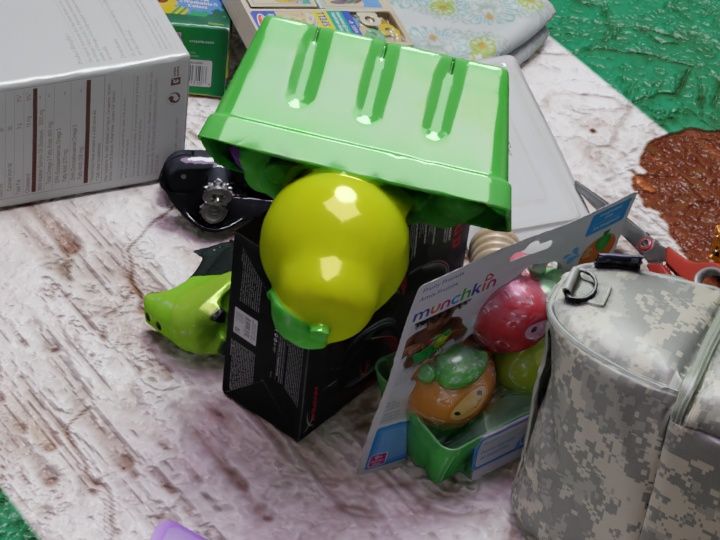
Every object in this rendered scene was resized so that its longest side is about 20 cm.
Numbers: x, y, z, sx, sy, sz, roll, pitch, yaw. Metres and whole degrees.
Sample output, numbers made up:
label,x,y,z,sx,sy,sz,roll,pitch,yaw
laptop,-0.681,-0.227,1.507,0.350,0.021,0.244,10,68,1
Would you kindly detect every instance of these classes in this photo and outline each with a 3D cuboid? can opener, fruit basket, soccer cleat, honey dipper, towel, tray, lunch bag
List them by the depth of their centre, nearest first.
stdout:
label,x,y,z,sx,sy,sz,roll,pitch,yaw
fruit basket,-0.004,-0.043,1.500,0.215,0.156,0.216,0,84,4
lunch bag,0.185,0.101,1.505,0.167,0.200,0.139,19,41,13
fruit basket,0.093,0.049,1.557,0.185,0.200,0.094,-23,63,-31
soccer cleat,-0.068,-0.005,1.705,0.081,0.068,0.200,24,42,38
honey dipper,0.095,-0.042,1.718,0.038,0.038,0.200,5,29,-2
can opener,-0.051,-0.063,1.773,0.199,0.064,0.079,4,39,-3
tray,0.106,-0.091,1.827,0.107,0.022,0.200,-10,55,-18
towel,0.042,-0.201,1.962,0.171,0.048,0.200,28,45,25

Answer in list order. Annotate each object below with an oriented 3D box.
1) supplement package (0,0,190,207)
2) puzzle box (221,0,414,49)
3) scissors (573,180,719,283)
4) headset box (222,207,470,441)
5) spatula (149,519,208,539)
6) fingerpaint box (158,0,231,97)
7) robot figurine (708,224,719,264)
label,x,y,z,sx,sy,sz,roll,pitch,yaw
supplement package,-0.241,-0.132,1.787,0.199,0.118,0.117,-11,44,-20
puzzle box,-0.053,-0.232,1.910,0.133,0.025,0.200,-4,45,-26
scissors,0.224,-0.014,1.754,0.073,0.014,0.200,-33,49,10
headset box,0.000,0.000,1.639,0.075,0.149,0.200,31,45,26
spatula,-0.041,0.206,1.488,0.199,0.021,0.057,15,39,10
fingerpaint box,-0.202,-0.225,1.935,0.199,0.074,0.167,5,40,-3
robot figurine,0.339,0.030,1.719,0.145,0.058,0.200,-12,43,-17
